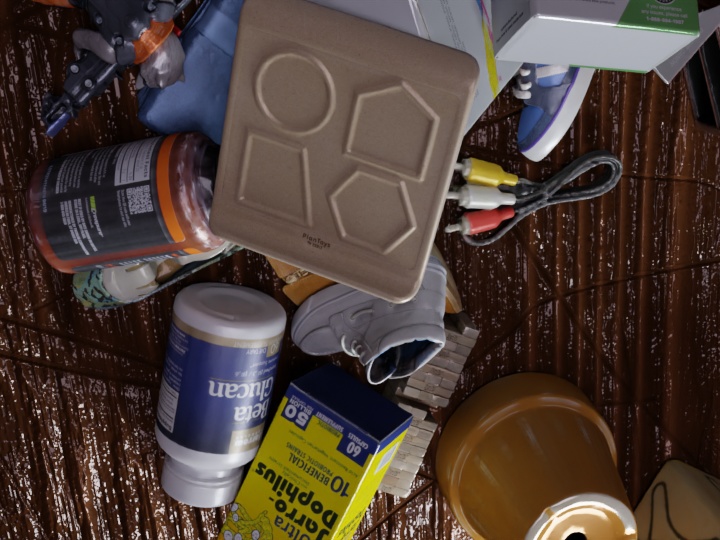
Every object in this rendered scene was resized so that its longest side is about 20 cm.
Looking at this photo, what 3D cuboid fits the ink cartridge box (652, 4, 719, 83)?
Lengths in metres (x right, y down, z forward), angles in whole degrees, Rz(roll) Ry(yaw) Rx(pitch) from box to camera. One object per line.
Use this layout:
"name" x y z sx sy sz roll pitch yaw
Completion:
"ink cartridge box" 0.257 -0.284 0.898 0.176 0.045 0.200 45 72 -4

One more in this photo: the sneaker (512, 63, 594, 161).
"sneaker" 0.150 -0.221 0.953 0.145 0.081 0.202 21 108 -10

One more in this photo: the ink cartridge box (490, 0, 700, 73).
"ink cartridge box" 0.180 -0.272 0.807 0.143 0.084 0.203 2 78 -15

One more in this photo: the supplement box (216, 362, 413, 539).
"supplement box" -0.047 0.214 1.021 0.108 0.109 0.202 30 106 15

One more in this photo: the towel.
"towel" -0.108 -0.194 0.918 0.111 0.049 0.201 35 99 -21

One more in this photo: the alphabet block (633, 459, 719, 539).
"alphabet block" 0.418 0.370 1.152 0.195 0.200 0.197 27 103 -19

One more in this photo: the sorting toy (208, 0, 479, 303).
"sorting toy" -0.018 -0.093 0.774 0.183 0.037 0.202 20 117 9

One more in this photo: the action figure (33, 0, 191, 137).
"action figure" -0.234 -0.211 0.849 0.193 0.105 0.201 37 94 -4

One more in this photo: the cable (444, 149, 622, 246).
"cable" 0.173 -0.070 1.020 0.197 0.050 0.099 -4 111 -9

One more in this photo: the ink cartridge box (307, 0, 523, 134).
"ink cartridge box" 0.036 -0.201 0.841 0.144 0.200 0.146 -6 119 32

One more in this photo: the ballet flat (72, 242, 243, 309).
"ballet flat" -0.185 -0.016 0.956 0.198 0.074 0.075 -30 113 0

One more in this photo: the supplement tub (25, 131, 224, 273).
"supplement tub" -0.183 -0.061 0.887 0.197 0.107 0.108 -8 113 15

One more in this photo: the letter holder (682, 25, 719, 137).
"letter holder" 0.425 -0.233 0.989 0.198 0.101 0.144 -24 111 -3

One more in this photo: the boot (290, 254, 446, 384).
"boot" 0.002 0.063 0.961 0.073 0.097 0.199 24 141 -33

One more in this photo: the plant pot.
"plant pot" 0.197 0.238 1.066 0.197 0.183 0.203 -4 110 -10

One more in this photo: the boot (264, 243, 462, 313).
"boot" 0.000 0.000 1.010 0.143 0.071 0.202 -32 122 15

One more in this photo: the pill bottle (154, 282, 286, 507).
"pill bottle" -0.142 0.124 0.992 0.109 0.111 0.203 7 108 -14

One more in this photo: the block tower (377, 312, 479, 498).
"block tower" 0.057 0.136 1.069 0.057 0.054 0.202 19 104 -18
